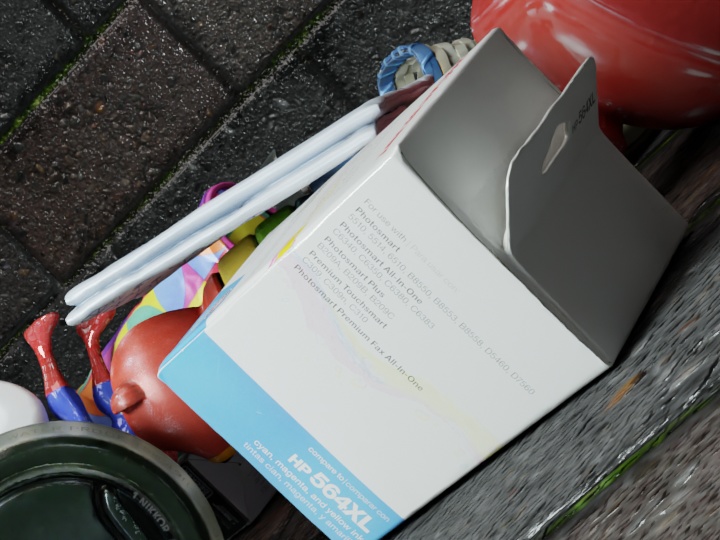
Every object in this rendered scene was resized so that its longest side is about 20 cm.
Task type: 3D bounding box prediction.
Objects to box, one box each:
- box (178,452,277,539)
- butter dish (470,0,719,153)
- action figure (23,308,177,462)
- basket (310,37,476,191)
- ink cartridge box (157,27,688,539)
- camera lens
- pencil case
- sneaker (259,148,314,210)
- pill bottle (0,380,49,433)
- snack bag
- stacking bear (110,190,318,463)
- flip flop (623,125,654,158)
[{"bbox_3d":[-0.112,0.151,1.382,0.200,0.060,0.117,-41,7,47],"label":"box"},{"bbox_3d":[0.134,-0.127,1.037,0.199,0.200,0.148,158,133,-78],"label":"butter dish"},{"bbox_3d":[-0.139,0.117,1.184,0.065,0.200,0.052,-4,-22,-45],"label":"action figure"},{"bbox_3d":[0.046,-0.105,1.582,0.199,0.139,0.176,-15,-1,-9],"label":"basket"},{"bbox_3d":[0.035,0.004,0.879,0.200,0.125,0.129,-40,8,38],"label":"ink cartridge box"},{"bbox_3d":[-0.154,0.158,1.037,0.160,0.160,0.200,-46,4,-11],"label":"camera lens"},{"bbox_3d":[-0.106,0.040,1.248,0.200,0.088,0.088,-52,0,30],"label":"pencil case"},{"bbox_3d":[-0.031,-0.008,1.452,0.104,0.060,0.200,-57,38,0],"label":"sneaker"},{"bbox_3d":[-0.225,0.177,1.224,0.114,0.200,0.114,-6,30,4],"label":"pill bottle"},{"bbox_3d":[-0.050,-0.039,1.048,0.188,0.021,0.200,-32,3,13],"label":"snack bag"},{"bbox_3d":[-0.034,0.029,1.041,0.200,0.114,0.121,-28,4,-1],"label":"stacking bear"},{"bbox_3d":[0.107,-0.069,1.167,0.081,0.058,0.200,19,47,35],"label":"flip flop"}]
